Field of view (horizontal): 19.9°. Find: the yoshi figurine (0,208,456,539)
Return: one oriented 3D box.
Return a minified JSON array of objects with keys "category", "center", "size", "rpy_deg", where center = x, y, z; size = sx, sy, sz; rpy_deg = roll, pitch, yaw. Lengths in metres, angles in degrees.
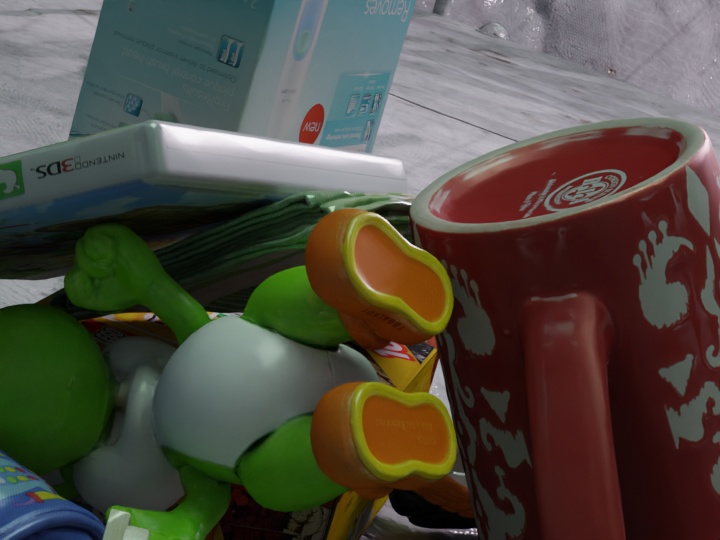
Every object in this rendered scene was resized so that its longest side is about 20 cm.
[{"category":"yoshi figurine","center":[-0.069,0.042,0.698],"size":[0.199,0.113,0.112],"rpy_deg":[-16,21,40]}]

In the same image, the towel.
[{"category":"towel","center":[0.000,0.000,0.820],"size":[0.152,0.024,0.199],"rpy_deg":[-19,-13,40]}]

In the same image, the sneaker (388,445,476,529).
[{"category":"sneaker","center":[0.084,0.071,0.941],"size":[0.075,0.093,0.199],"rpy_deg":[-10,-12,41]}]

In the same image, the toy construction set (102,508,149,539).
[{"category":"toy construction set","center":[-0.013,0.142,0.612],"size":[0.199,0.093,0.131],"rpy_deg":[27,13,-5]}]

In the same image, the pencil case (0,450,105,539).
[{"category":"pencil case","center":[-0.172,0.074,0.683],"size":[0.199,0.087,0.078],"rpy_deg":[27,-22,34]}]

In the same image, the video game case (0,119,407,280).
[{"category":"video game case","center":[-0.102,-0.021,0.768],"size":[0.180,0.022,0.200],"rpy_deg":[-11,-6,24]}]

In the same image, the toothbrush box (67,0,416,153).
[{"category":"toothbrush box","center":[-0.048,-0.099,0.925],"size":[0.085,0.202,0.146],"rpy_deg":[23,14,22]}]

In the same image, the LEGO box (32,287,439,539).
[{"category":"LEGO box","center":[-0.059,0.059,0.881],"size":[0.148,0.078,0.200],"rpy_deg":[20,14,8]}]

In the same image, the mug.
[{"category":"mug","center":[0.099,0.062,0.712],"size":[0.132,0.202,0.178],"rpy_deg":[-19,16,-10]}]
